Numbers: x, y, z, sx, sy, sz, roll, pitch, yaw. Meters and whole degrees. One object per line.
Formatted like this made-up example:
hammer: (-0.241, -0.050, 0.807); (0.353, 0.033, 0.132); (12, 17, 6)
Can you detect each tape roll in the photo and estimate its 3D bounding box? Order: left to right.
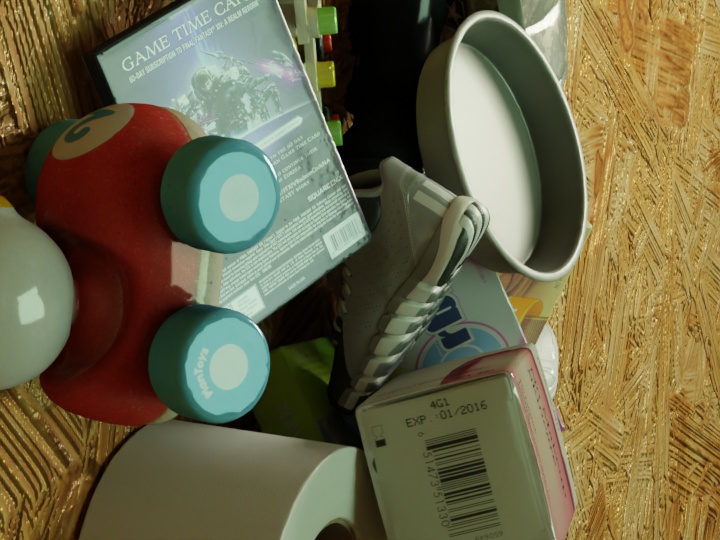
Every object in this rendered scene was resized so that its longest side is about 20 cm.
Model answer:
tape roll: (-0.080, 0.204, 1.386); (0.203, 0.139, 0.203); (7, 90, -66)

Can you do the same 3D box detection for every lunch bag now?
lunch bag: (0.102, -0.234, 1.658); (0.200, 0.117, 0.164); (-93, 173, -54)

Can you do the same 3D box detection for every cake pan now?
cake pan: (0.101, -0.086, 1.537); (0.200, 0.037, 0.201); (29, 53, -49)

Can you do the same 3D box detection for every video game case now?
video game case: (-0.078, -0.073, 1.322); (0.143, 0.019, 0.201); (-36, 113, -35)

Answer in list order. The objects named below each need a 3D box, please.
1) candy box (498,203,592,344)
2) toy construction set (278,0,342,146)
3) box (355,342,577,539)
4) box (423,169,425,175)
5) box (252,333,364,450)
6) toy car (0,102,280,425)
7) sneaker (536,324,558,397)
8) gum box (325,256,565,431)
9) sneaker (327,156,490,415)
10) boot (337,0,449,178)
candy box: (0.083, 0.027, 1.656); (0.200, 0.115, 0.055); (-65, -157, 18)
toy construction set: (-0.052, -0.121, 1.423); (0.131, 0.092, 0.201); (-90, -171, -77)
box: (0.077, 0.129, 1.453); (0.200, 0.109, 0.128); (-23, 98, -80)
box: (0.044, 0.009, 1.742); (0.137, 0.040, 0.201); (-52, 142, -51)
box: (-0.007, 0.147, 1.537); (0.200, 0.048, 0.122); (64, 24, 7)
toy car: (-0.176, -0.003, 1.137); (0.200, 0.184, 0.178); (0, 96, -38)
sneaker: (0.130, 0.080, 1.894); (0.200, 0.078, 0.100); (-47, 148, -55)
gum box: (0.065, 0.062, 1.598); (0.200, 0.113, 0.066); (64, -1, -27)
sneaker: (0.000, 0.000, 1.466); (0.200, 0.115, 0.075); (-59, 172, 34)
boot: (0.019, -0.134, 1.555); (0.200, 0.076, 0.169); (122, -24, -88)
